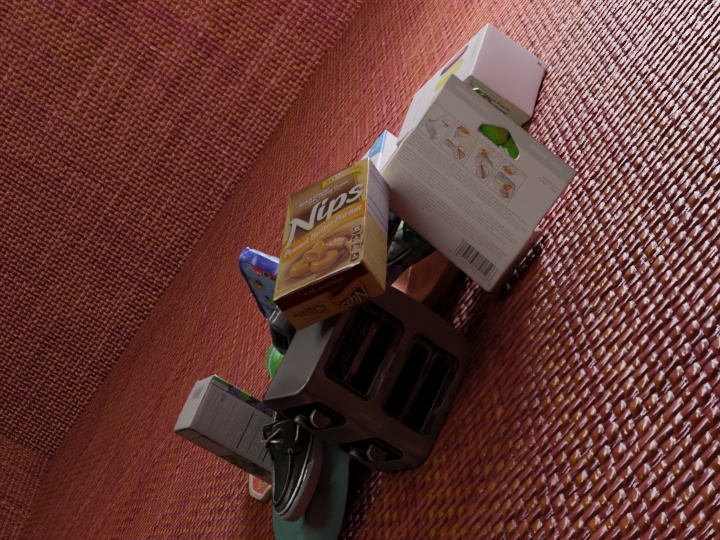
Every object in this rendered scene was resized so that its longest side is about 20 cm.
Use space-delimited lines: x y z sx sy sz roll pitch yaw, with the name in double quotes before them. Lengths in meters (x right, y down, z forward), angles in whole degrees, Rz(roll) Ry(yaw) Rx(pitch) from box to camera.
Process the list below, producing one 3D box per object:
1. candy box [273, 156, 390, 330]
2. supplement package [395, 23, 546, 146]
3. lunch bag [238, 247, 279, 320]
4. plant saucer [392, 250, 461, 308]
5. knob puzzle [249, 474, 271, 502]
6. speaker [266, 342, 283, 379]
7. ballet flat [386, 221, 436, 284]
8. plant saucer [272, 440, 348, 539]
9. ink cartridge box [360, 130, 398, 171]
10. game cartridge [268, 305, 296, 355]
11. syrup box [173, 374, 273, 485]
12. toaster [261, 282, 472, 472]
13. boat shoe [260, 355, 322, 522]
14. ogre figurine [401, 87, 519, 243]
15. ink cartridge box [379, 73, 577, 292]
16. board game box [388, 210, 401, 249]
"candy box" -0.030 -0.033 1.382 0.115 0.055 0.201 -24 34 20
"supplement package" 0.158 -0.238 1.755 0.200 0.109 0.114 -40 24 51
"lunch bag" -0.090 0.034 1.778 0.094 0.150 0.200 -61 -21 -10
"plant saucer" 0.099 -0.025 1.646 0.201 0.032 0.201 -54 21 32
"knob puzzle" -0.127 0.262 1.855 0.220 0.030 0.220 -53 16 23
"speaker" -0.047 0.145 1.612 0.200 0.088 0.089 24 82 54
"ballet flat" 0.054 -0.038 1.627 0.200 0.071 0.069 -42 37 50
"plant saucer" -0.069 0.276 1.509 0.200 0.036 0.201 -168 90 -69
"ink cartridge box" 0.010 -0.110 2.035 0.200 0.084 0.145 -47 18 33
"game cartridge" -0.064 0.035 1.536 0.134 0.041 0.200 -60 -5 -12
"syrup box" -0.141 0.225 1.641 0.079 0.199 0.082 -25 38 64
"toaster" 0.014 0.113 1.411 0.119 0.180 0.201 -14 46 62
"boat shoe" -0.087 0.196 1.454 0.072 0.071 0.201 -28 48 51
"ogre figurine" 0.141 -0.114 1.521 0.098 0.119 0.201 119 174 -74
"ink cartridge box" 0.133 -0.102 1.429 0.174 0.200 0.044 -54 -19 15
"board game box" 0.000 0.000 1.547 0.136 0.034 0.200 -58 -6 -42
